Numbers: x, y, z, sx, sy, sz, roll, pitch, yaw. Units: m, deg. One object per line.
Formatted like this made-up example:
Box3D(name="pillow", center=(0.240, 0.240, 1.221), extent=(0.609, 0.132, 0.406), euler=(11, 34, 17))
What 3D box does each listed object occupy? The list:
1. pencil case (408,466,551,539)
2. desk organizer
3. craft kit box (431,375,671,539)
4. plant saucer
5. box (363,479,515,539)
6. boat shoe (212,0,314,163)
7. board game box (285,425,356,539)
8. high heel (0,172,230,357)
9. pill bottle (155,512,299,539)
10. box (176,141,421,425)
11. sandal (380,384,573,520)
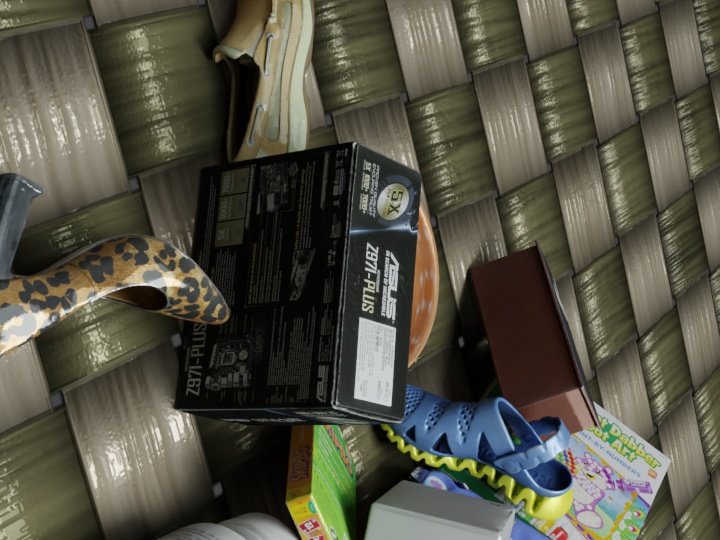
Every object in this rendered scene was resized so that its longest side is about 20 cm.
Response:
Box3D(name="pencil case", center=(0.123, 0.254, 1.172), extent=(0.087, 0.200, 0.078), euler=(-57, 169, -31))
Box3D(name="desk organizer", center=(0.170, 0.073, 1.284), extent=(0.200, 0.077, 0.072), euler=(-99, 165, -45))
Box3D(name="craft kit box", center=(0.192, 0.197, 1.281), extent=(0.200, 0.049, 0.198), euler=(37, 39, 4))
Box3D(name="plant saucer", center=(0.000, 0.000, 1.166), extent=(0.200, 0.037, 0.201), euler=(8, 80, -50))
Box3D(name="box", center=(0.052, 0.289, 1.065), extent=(0.152, 0.106, 0.200), euler=(13, 89, -79))
Box3D(name="boat shoe", center=(-0.084, -0.180, 1.061), extent=(0.076, 0.072, 0.200), euler=(0, 84, -36))
Box3D(name="board game box", center=(-0.029, 0.170, 1.049), extent=(0.200, 0.030, 0.096), euler=(-85, 155, -68))
Box3D(name="high heel", center=(-0.184, 0.037, 0.890), extent=(0.200, 0.071, 0.143), euler=(28, 56, -29))
Box3D(name="pill bottle", center=(-0.130, 0.244, 0.908), extent=(0.200, 0.113, 0.114), euler=(-15, 98, -52))
Box3D(name="box", center=(-0.047, 0.016, 1.001), extent=(0.086, 0.164, 0.200), euler=(20, 70, -49))
Box3D(name="sandal", center=(0.112, 0.145, 1.179), extent=(0.080, 0.200, 0.087), euler=(-59, 170, -55))
